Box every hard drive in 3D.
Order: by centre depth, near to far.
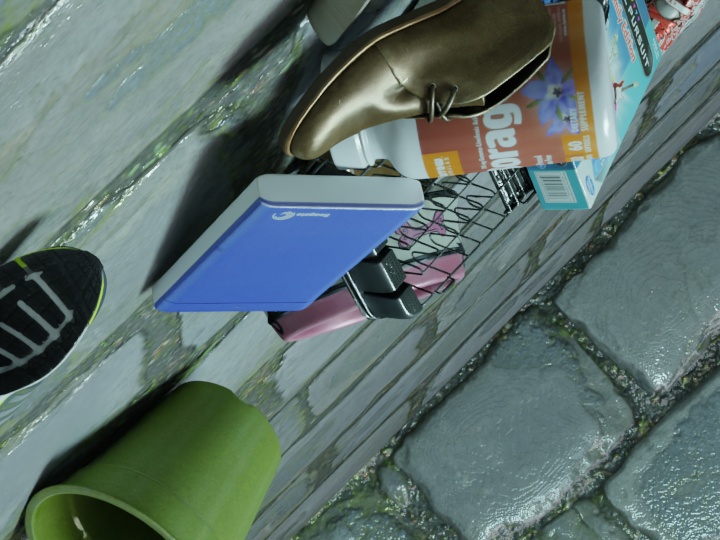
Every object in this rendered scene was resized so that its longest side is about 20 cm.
[{"bbox_3d":[-0.057,-0.017,1.470,0.131,0.026,0.200,0,158,-29],"label":"hard drive"}]

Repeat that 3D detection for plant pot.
[{"bbox_3d":[-0.169,0.204,1.798,0.190,0.200,0.200,-54,178,-40],"label":"plant pot"}]

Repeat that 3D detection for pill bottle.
[{"bbox_3d":[0.077,-0.124,1.398,0.199,0.113,0.112,-7,174,9],"label":"pill bottle"}]

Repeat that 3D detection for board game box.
[{"bbox_3d":[0.179,-0.173,1.630,0.200,0.047,0.151,-61,139,-38],"label":"board game box"}]

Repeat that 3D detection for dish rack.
[{"bbox_3d":[0.056,-0.070,1.572,0.200,0.054,0.154,-46,128,-25],"label":"dish rack"}]

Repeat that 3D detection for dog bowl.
[{"bbox_3d":[0.000,0.000,1.690,0.199,0.074,0.200,-20,176,-2],"label":"dog bowl"}]

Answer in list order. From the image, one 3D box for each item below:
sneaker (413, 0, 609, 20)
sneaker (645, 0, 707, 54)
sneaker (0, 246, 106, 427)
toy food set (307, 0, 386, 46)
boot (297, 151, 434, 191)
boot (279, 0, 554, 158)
[{"bbox_3d":[0.129,-0.207,1.509,0.200,0.111,0.077,-45,170,-1],"label":"sneaker"},{"bbox_3d":[0.317,-0.272,2.155,0.201,0.067,0.108,-44,169,-31],"label":"sneaker"},{"bbox_3d":[-0.230,0.055,1.249,0.200,0.074,0.081,-43,-179,18],"label":"sneaker"},{"bbox_3d":[0.059,-0.219,1.325,0.144,0.060,0.200,-51,169,29],"label":"toy food set"},{"bbox_3d":[0.025,-0.104,1.636,0.200,0.073,0.076,-26,148,-57],"label":"boot"},{"bbox_3d":[0.039,-0.123,1.291,0.200,0.076,0.074,-35,168,-11],"label":"boot"}]
